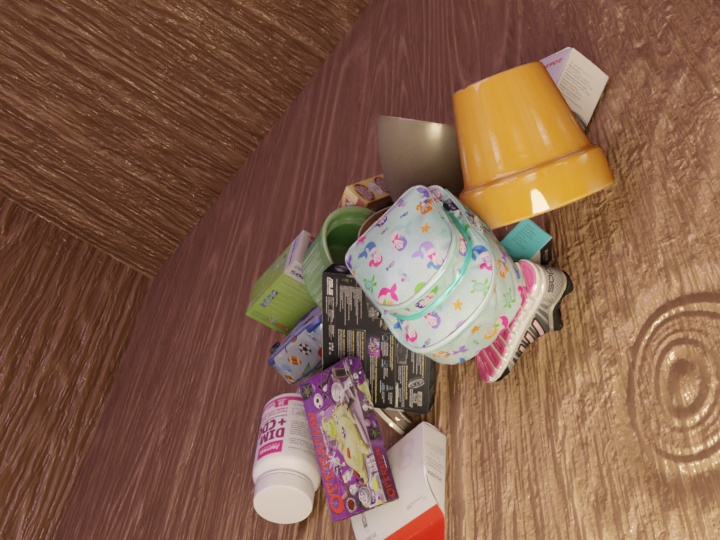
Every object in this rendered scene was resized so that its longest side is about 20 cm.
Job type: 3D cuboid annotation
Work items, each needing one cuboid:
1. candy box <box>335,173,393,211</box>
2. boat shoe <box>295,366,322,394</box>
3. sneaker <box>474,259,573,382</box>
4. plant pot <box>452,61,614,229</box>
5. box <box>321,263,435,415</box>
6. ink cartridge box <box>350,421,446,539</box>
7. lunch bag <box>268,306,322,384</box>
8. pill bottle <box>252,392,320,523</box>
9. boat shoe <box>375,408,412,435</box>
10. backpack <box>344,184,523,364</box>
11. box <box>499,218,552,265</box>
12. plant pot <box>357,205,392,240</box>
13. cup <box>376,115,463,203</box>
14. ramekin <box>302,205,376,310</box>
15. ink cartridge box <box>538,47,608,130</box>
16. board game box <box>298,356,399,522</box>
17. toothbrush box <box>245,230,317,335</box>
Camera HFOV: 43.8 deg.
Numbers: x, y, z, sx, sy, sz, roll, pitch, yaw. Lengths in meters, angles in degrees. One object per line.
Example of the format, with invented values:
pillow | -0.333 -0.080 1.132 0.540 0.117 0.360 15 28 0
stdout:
candy box | 0.042 -0.120 1.628 0.200 0.055 0.115 -23 -31 -41
boat shoe | -0.046 0.186 1.568 0.200 0.072 0.069 -46 6 7
sneaker | 0.210 0.069 1.138 0.074 0.087 0.200 -116 34 -44
plant pot | 0.209 -0.168 1.188 0.200 0.183 0.200 -21 4 1
box | 0.026 0.097 1.269 0.044 0.160 0.200 -46 -42 -66
ink cartridge box | 0.047 0.321 1.183 0.163 0.057 0.200 -45 19 33
lunch bag | -0.073 0.108 1.582 0.200 0.076 0.160 -38 9 43
pill bottle | -0.119 0.312 1.493 0.113 0.113 0.200 -47 23 30
boat shoe | 0.034 0.175 1.379 0.060 0.072 0.200 -40 34 1
backpack | 0.092 0.007 1.092 0.178 0.151 0.200 -44 54 14
box | 0.171 0.026 1.190 0.200 0.049 0.082 -45 -23 -7
plant pot | 0.096 0.004 1.369 0.200 0.200 0.135 -85 -4 -52
cup | 0.116 -0.178 1.521 0.200 0.200 0.143 -150 67 -70
ramekin | 0.000 0.000 1.496 0.098 0.200 0.200 -46 22 40
ink cartridge box | 0.276 -0.225 1.381 0.200 0.084 0.146 -62 19 -13
board game box | -0.020 0.232 1.230 0.120 0.032 0.200 -38 62 46
toothbrush box | -0.103 0.037 1.687 0.200 0.146 0.086 -44 25 44
